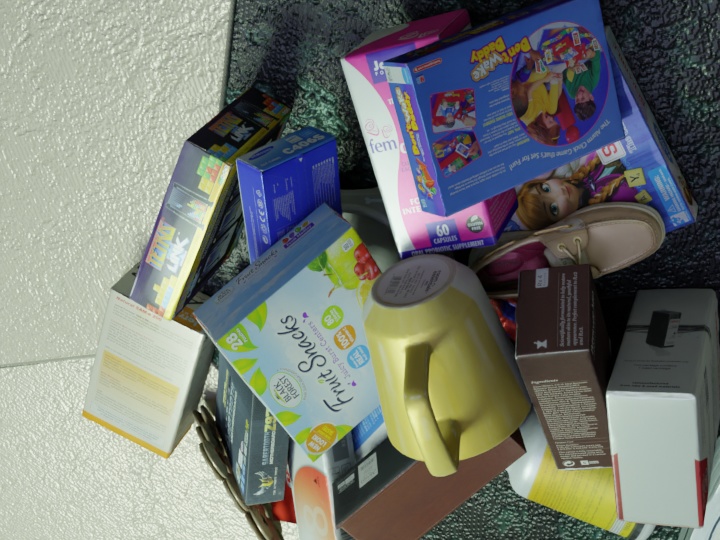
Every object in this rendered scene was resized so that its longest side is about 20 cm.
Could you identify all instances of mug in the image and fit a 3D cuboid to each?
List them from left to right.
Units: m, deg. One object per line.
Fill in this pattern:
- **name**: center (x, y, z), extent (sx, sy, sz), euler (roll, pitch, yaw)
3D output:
- **mug**: center (0.079, 0.078, 1.048), extent (0.148, 0.187, 0.155), euler (-28, 120, -12)

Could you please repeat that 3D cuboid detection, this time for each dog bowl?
- **dog bowl**: center (0.000, 0.000, 1.228), extent (0.197, 0.059, 0.203), euler (8, 118, 16)

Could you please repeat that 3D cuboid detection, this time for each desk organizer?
- **desk organizer**: center (0.068, 0.203, 1.164), extent (0.200, 0.072, 0.077), euler (-42, 113, 16)

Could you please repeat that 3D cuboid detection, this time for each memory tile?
- **memory tile**: center (-0.140, 0.263, 1.368), extent (0.017, 0.153, 0.201), euler (-32, 108, -3)

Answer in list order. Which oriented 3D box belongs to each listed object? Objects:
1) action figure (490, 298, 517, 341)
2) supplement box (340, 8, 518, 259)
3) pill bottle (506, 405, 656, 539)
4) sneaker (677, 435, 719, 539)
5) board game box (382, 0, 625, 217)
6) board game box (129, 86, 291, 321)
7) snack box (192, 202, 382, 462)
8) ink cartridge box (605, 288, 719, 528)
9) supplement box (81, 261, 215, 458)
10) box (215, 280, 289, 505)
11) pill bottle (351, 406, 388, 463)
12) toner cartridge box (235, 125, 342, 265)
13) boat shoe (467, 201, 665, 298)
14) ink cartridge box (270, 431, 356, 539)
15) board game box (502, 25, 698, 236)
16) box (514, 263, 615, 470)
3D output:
- **action figure**: center (0.187, 0.073, 1.205), extent (0.199, 0.052, 0.066), euler (33, 128, 4)
- **supplement box**: center (0.068, -0.126, 1.065), extent (0.100, 0.103, 0.202), euler (-9, 110, 25)
- **pill bottle**: center (0.227, 0.202, 1.217), extent (0.198, 0.112, 0.113), euler (20, 121, 9)
- **sneaker**: center (0.394, 0.248, 1.213), extent (0.070, 0.073, 0.202), euler (10, 129, 4)
- **board game box**: center (0.128, -0.147, 0.987), extent (0.045, 0.198, 0.136), euler (22, 132, 62)
- **board game box**: center (-0.156, -0.071, 1.184), extent (0.056, 0.166, 0.201), euler (29, 121, 4)
- **snack box**: center (-0.041, 0.064, 1.114), extent (0.168, 0.068, 0.201), euler (-39, 128, -8)
- **ink cartridge box**: center (0.298, 0.126, 1.102), extent (0.083, 0.200, 0.146), euler (1, 117, 23)
- **supplement box**: center (-0.248, 0.109, 1.365), extent (0.125, 0.074, 0.202), euler (26, 122, 6)
- **box**: center (-0.121, 0.134, 1.283), extent (0.050, 0.158, 0.203), euler (-3, 119, -19)
- **pill bottle**: center (0.040, 0.176, 1.272), extent (0.112, 0.112, 0.200), euler (39, 123, -3)
- **toner cartridge box**: center (-0.063, -0.032, 1.131), extent (0.043, 0.094, 0.202), euler (26, 133, 40)
- **boat shoe**: center (0.193, -0.009, 1.095), extent (0.198, 0.069, 0.074), euler (-16, 111, 26)
- **ink cartridge box**: center (-0.075, 0.225, 1.299), extent (0.199, 0.050, 0.165), euler (-5, 95, 52)
- **board game box**: center (0.195, -0.102, 1.112), extent (0.198, 0.041, 0.201), euler (-24, 105, 29)
- **box**: center (0.203, 0.096, 1.089), extent (0.074, 0.101, 0.201), euler (-7, 139, 20)
